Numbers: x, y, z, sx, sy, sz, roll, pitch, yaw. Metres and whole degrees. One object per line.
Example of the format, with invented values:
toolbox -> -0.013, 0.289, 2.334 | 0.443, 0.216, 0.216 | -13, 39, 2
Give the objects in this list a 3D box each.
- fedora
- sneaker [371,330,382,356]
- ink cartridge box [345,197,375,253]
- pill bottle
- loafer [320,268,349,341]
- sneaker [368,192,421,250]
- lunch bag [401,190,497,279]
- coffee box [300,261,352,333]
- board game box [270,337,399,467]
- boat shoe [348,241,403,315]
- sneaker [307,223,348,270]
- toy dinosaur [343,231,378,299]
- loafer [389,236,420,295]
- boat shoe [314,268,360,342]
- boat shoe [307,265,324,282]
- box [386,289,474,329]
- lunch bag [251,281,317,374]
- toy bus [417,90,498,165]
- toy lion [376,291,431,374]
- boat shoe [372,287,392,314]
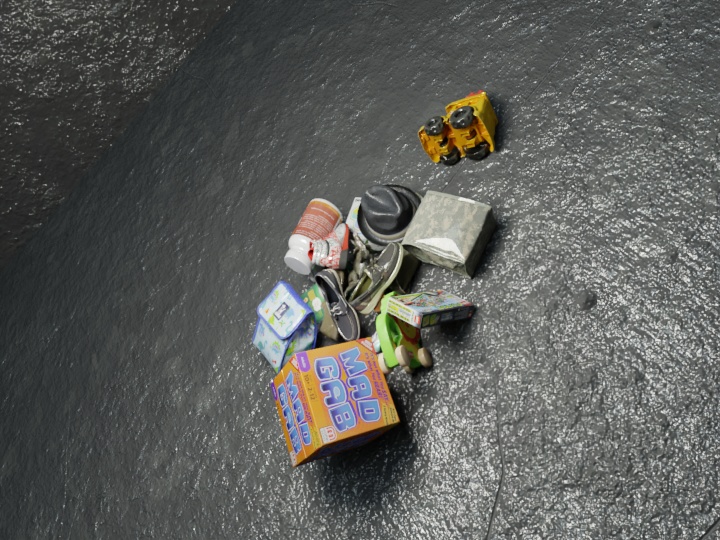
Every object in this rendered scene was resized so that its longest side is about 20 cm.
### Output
fedora -> 0.066, -0.163, 1.560 | 0.196, 0.092, 0.206 | -10, 66, 22
sneaker -> 0.007, 0.206, 1.504 | 0.138, 0.078, 0.204 | 13, 73, 40
ink cartridge box -> 0.022, -0.157, 1.714 | 0.102, 0.059, 0.204 | 7, 69, 40
pill bottle -> -0.138, -0.096, 1.683 | 0.110, 0.113, 0.203 | 5, 57, 38
loafer -> -0.072, 0.085, 1.580 | 0.066, 0.076, 0.206 | 5, 84, 16
sneaker -> 0.092, -0.145, 1.659 | 0.199, 0.076, 0.105 | -42, 31, 6
lunch bag -> 0.216, -0.097, 1.478 | 0.197, 0.118, 0.167 | 23, 78, 27
coffee box -> -0.084, 0.077, 1.669 | 0.199, 0.044, 0.124 | -39, 50, 13
board game box -> -0.065, 0.300, 1.339 | 0.200, 0.196, 0.204 | -51, 54, 52
boat shoe -> 0.038, 0.015, 1.481 | 0.204, 0.065, 0.072 | -60, 34, 8
sneaker -> -0.088, -0.076, 1.600 | 0.203, 0.105, 0.068 | -92, 12, -56
toy dinosaur -> 0.000, 0.000, 1.564 | 0.102, 0.075, 0.205 | 169, 112, -75
loafer -> 0.117, -0.024, 1.554 | 0.068, 0.075, 0.205 | -14, 57, 35
boat shoe -> -0.065, 0.094, 1.503 | 0.072, 0.062, 0.204 | -29, 79, 30
boat shoe -> -0.119, -0.062, 1.763 | 0.065, 0.072, 0.204 | -21, 46, 31
box -> 0.166, 0.088, 1.377 | 0.109, 0.197, 0.036 | 25, 111, 41
lunch bag -> -0.203, 0.157, 1.620 | 0.169, 0.125, 0.204 | 39, 115, 42
toy bus -> 0.279, -0.411, 1.629 | 0.196, 0.136, 0.195 | -7, 48, 37
toy lion -> 0.092, 0.143, 1.402 | 0.068, 0.199, 0.196 | -25, 71, 24
boat shoe -> 0.048, 0.058, 1.563 | 0.071, 0.069, 0.202 | -52, 34, 21
